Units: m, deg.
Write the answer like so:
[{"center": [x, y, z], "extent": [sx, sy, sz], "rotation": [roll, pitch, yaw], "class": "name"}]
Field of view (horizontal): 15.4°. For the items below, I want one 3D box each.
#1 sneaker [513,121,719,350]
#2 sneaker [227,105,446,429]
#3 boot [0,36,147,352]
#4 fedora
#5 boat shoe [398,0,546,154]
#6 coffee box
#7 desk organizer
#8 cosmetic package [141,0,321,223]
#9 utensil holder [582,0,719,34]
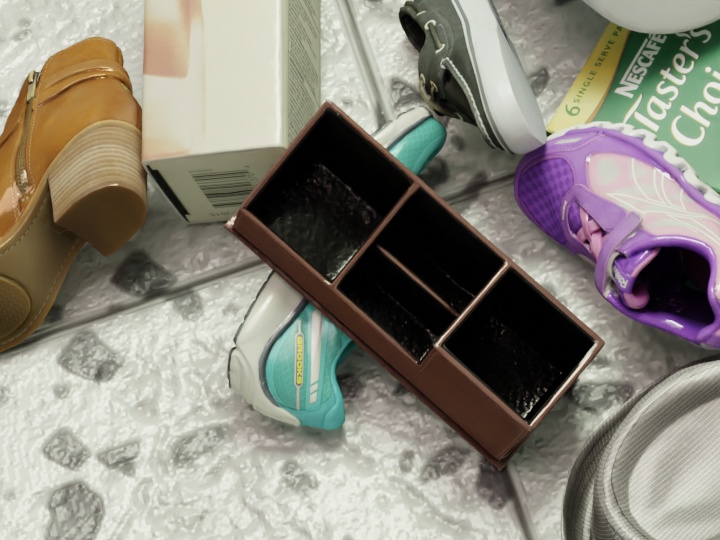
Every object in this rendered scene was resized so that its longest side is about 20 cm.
[{"center": [0.151, -0.015, 1.423], "extent": [0.088, 0.081, 0.200], "rotation": [-21, 40, -40], "class": "sneaker"}, {"center": [0.000, 0.000, 1.488], "extent": [0.079, 0.078, 0.200], "rotation": [27, 72, 7], "class": "sneaker"}, {"center": [-0.207, -0.044, 1.550], "extent": [0.200, 0.077, 0.156], "rotation": [-38, 36, 19], "class": "boot"}, {"center": [0.192, 0.103, 1.354], "extent": [0.200, 0.090, 0.177], "rotation": [-31, 57, -8], "class": "fedora"}, {"center": [0.061, -0.112, 1.511], "extent": [0.056, 0.069, 0.200], "rotation": [-26, 26, 7], "class": "boat shoe"}, {"center": [0.216, -0.082, 1.495], "extent": [0.199, 0.044, 0.123], "rotation": [22, 65, 25], "class": "coffee box"}, {"center": [0.029, 0.007, 1.414], "extent": [0.200, 0.077, 0.072], "rotation": [41, 72, 3], "class": "desk organizer"}, {"center": [-0.073, -0.139, 1.541], "extent": [0.087, 0.103, 0.201], "rotation": [-5, 67, 12], "class": "cosmetic package"}, {"center": [0.140, -0.247, 1.511], "extent": [0.170, 0.170, 0.200], "rotation": [-29, 38, -7], "class": "utensil holder"}]
